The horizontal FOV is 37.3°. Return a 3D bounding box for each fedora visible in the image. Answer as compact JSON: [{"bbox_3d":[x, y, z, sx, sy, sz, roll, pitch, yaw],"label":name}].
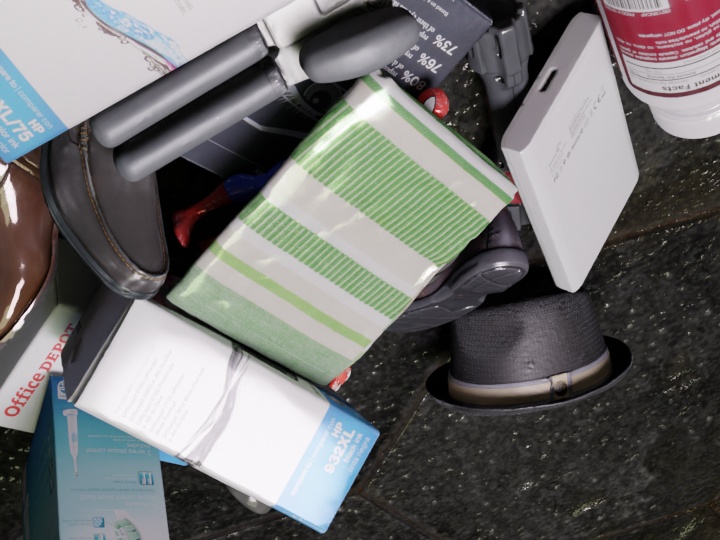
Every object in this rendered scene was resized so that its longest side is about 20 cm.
[{"bbox_3d":[0.153,0.062,1.005,0.197,0.201,0.094,-12,103,-10],"label":"fedora"}]

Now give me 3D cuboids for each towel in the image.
[{"bbox_3d":[-0.009,-0.021,0.703,0.152,0.024,0.200,33,109,-35],"label":"towel"}]

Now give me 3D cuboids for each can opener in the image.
[{"bbox_3d":[-0.063,-0.116,0.620,0.197,0.067,0.053,-28,125,2],"label":"can opener"}]

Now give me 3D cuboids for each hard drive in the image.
[{"bbox_3d":[0.176,-0.089,0.868,0.133,0.026,0.201,-58,146,-17],"label":"hard drive"}]

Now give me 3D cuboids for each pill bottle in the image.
[{"bbox_3d":[0.235,-0.196,0.790,0.112,0.114,0.201,-29,137,8],"label":"pill bottle"}]

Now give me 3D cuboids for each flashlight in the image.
[{"bbox_3d":[0.116,-0.126,0.849,0.067,0.068,0.202,9,139,28],"label":"flashlight"}]

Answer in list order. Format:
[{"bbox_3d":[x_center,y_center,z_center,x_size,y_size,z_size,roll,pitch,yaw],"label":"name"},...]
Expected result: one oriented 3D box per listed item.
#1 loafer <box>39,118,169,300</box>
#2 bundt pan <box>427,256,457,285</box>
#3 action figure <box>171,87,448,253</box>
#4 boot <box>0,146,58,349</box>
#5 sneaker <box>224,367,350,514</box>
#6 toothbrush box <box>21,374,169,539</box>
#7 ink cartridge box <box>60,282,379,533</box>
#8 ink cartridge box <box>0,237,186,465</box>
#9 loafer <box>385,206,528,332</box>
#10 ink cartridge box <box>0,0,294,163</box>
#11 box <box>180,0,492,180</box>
[{"bbox_3d":[-0.161,-0.079,0.676,0.072,0.203,0.072,-34,161,26],"label":"loafer"},{"bbox_3d":[0.000,0.000,0.834,0.200,0.076,0.202,-34,172,-5],"label":"bundt pan"},{"bbox_3d":[-0.028,-0.064,0.709,0.198,0.052,0.066,-33,135,7],"label":"action figure"},{"bbox_3d":[-0.285,-0.062,0.702,0.199,0.064,0.190,30,76,-44],"label":"boot"},{"bbox_3d":[-0.063,0.118,0.927,0.067,0.202,0.108,42,105,-12],"label":"sneaker"},{"bbox_3d":[-0.206,0.206,0.816,0.084,0.202,0.148,6,134,-24],"label":"toothbrush box"},{"bbox_3d":[-0.104,0.086,0.761,0.198,0.145,0.085,32,89,-21],"label":"ink cartridge box"},{"bbox_3d":[-0.201,0.073,0.895,0.198,0.085,0.145,21,122,-34],"label":"ink cartridge box"},{"bbox_3d":[0.077,0.001,0.934,0.071,0.064,0.199,4,159,-29],"label":"loafer"},{"bbox_3d":[-0.163,-0.197,0.602,0.197,0.148,0.147,-27,136,6],"label":"ink cartridge box"},{"bbox_3d":[-0.035,-0.155,0.725,0.147,0.105,0.200,25,120,-39],"label":"box"}]
